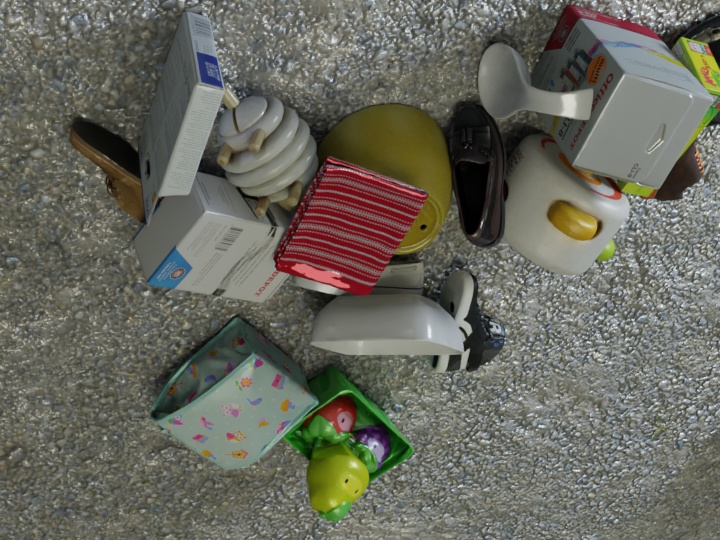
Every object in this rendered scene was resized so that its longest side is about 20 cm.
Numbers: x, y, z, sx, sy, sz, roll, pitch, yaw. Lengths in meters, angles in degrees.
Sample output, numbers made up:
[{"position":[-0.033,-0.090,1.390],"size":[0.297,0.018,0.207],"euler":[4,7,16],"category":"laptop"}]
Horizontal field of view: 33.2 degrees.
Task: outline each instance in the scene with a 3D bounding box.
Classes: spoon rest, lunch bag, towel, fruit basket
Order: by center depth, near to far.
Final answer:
[{"position":[0.211,-0.235,1.554],"size":[0.061,0.200,0.100],"euler":[-10,113,-32],"category":"spoon rest"},{"position":[-0.016,-0.051,1.563],"size":[0.144,0.023,0.200],"euler":[18,132,-15],"category":"towel"},{"position":[-0.194,0.197,1.814],"size":[0.200,0.122,0.170],"euler":[-41,127,9],"category":"lunch bag"},{"position":[-0.023,0.282,1.877],"size":[0.155,0.216,0.216],"euler":[-35,128,12],"category":"fruit basket"}]

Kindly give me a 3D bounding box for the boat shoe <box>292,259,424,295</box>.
[{"position":[0.000,0.000,1.762],"size":[0.200,0.071,0.070],"euler":[5,98,-15],"category":"boat shoe"}]

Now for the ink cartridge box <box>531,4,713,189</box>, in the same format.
[{"position":[0.334,-0.229,1.588],"size":[0.144,0.200,0.146],"euler":[11,122,-24],"category":"ink cartridge box"}]

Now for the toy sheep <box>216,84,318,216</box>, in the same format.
[{"position":[-0.124,-0.157,1.556],"size":[0.138,0.138,0.200],"euler":[-27,123,5],"category":"toy sheep"}]

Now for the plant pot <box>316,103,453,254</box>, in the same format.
[{"position":[0.045,-0.104,1.637],"size":[0.200,0.142,0.200],"euler":[-8,128,-10],"category":"plant pot"}]

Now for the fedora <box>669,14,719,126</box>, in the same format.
[{"position":[0.520,-0.263,1.684],"size":[0.200,0.092,0.201],"euler":[-8,129,-10],"category":"fedora"}]

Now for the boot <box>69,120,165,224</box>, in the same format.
[{"position":[-0.311,-0.119,1.572],"size":[0.075,0.074,0.200],"euler":[-36,131,20],"category":"boot"}]

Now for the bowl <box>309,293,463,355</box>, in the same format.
[{"position":[0.040,0.080,1.756],"size":[0.199,0.075,0.200],"euler":[-3,171,20],"category":"bowl"}]

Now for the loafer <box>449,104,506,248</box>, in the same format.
[{"position":[0.156,-0.131,1.624],"size":[0.072,0.201,0.063],"euler":[-10,171,28],"category":"loafer"}]

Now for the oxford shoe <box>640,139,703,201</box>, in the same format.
[{"position":[0.460,-0.167,1.722],"size":[0.072,0.071,0.200],"euler":[11,152,1],"category":"oxford shoe"}]

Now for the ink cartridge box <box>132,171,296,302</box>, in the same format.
[{"position":[-0.180,-0.041,1.617],"size":[0.200,0.084,0.145],"euler":[12,131,-44],"category":"ink cartridge box"}]

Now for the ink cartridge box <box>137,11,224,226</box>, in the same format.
[{"position":[-0.220,-0.183,1.464],"size":[0.043,0.197,0.200],"euler":[11,123,-21],"category":"ink cartridge box"}]

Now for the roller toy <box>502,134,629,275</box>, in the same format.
[{"position":[0.274,-0.097,1.681],"size":[0.200,0.182,0.140],"euler":[-6,136,-55],"category":"roller toy"}]

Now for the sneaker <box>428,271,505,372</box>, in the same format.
[{"position":[0.178,0.075,1.866],"size":[0.112,0.073,0.200],"euler":[-3,135,-18],"category":"sneaker"}]

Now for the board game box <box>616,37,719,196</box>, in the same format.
[{"position":[0.413,-0.206,1.643],"size":[0.048,0.102,0.200],"euler":[9,138,-24],"category":"board game box"}]
